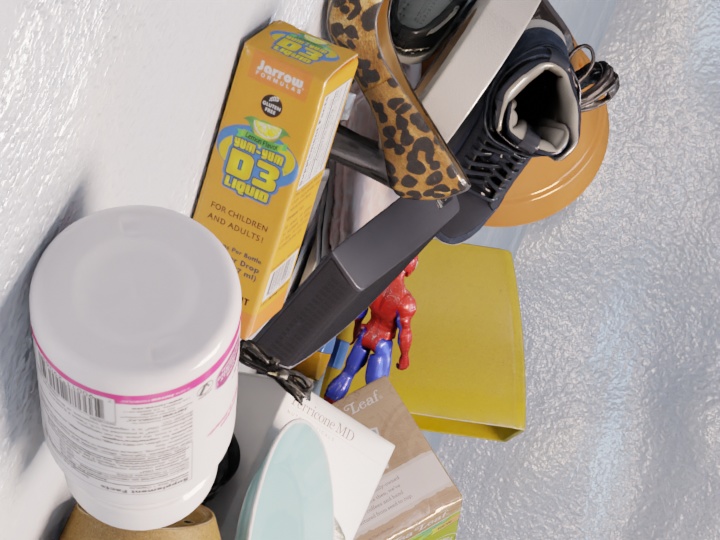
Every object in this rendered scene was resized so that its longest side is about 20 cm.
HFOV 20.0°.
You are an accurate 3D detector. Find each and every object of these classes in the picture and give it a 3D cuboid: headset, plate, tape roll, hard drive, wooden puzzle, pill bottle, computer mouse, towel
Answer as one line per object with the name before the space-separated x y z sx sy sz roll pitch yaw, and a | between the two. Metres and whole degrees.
headset | -0.116 0.142 1.456 0.201 0.094 0.123 -60 172 9
plate | -0.058 0.205 1.443 0.200 0.025 0.202 1 90 -74
tape roll | 0.076 -0.154 1.615 0.203 0.037 0.203 -56 -176 6
hard drive | 0.000 0.000 1.561 0.135 0.042 0.200 -47 175 33
wooden puzzle | -0.029 0.036 1.857 0.185 0.046 0.201 30 83 -81
pill bottle | -0.125 0.062 1.149 0.200 0.113 0.114 99 16 -58
computer mouse | 0.120 -0.204 1.754 0.138 0.201 0.053 -26 170 -8
towel | 0.008 -0.085 1.725 0.191 0.032 0.201 -50 149 -58

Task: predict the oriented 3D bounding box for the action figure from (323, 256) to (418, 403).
action figure | 0.012 0.069 1.838 0.052 0.065 0.201 -15 132 -51

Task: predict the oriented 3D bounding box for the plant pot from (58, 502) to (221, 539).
plant pot | -0.151 0.255 1.351 0.186 0.185 0.201 -23 120 -77

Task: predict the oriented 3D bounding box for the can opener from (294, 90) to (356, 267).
can opener | -0.061 -0.070 1.459 0.067 0.053 0.201 2 115 -46

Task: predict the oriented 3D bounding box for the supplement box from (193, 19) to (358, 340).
supplement box | -0.065 -0.059 1.354 0.069 0.066 0.201 -42 153 -63

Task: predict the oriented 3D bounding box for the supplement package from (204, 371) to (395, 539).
supplement package | -0.084 0.192 1.564 0.117 0.117 0.201 2 -117 56

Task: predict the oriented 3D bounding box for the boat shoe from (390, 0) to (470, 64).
boat shoe | 0.080 -0.262 1.678 0.060 0.075 0.201 103 11 -74

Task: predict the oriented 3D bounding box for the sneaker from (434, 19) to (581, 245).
sneaker | 0.110 -0.093 1.635 0.146 0.077 0.203 -101 -145 -68

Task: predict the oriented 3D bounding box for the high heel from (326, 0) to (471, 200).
high heel | 0.041 -0.155 1.488 0.071 0.142 0.201 -42 154 -67

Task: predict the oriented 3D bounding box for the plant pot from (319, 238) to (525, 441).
plant pot | 0.069 0.065 2.035 0.200 0.199 0.178 99 -1 -81

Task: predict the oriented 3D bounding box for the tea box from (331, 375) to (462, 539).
tea box | -0.033 0.221 1.750 0.199 0.134 0.197 -28 157 -13

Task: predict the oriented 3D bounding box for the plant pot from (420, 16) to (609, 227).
plant pot | 0.125 -0.159 1.836 0.140 0.199 0.201 77 37 -65
